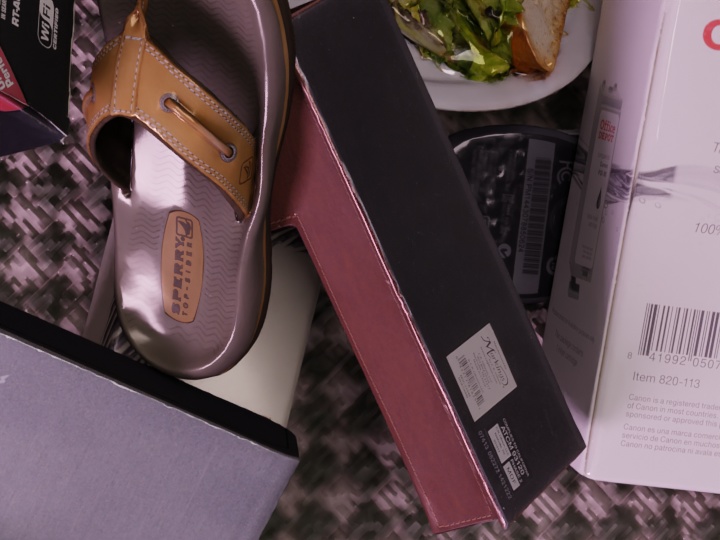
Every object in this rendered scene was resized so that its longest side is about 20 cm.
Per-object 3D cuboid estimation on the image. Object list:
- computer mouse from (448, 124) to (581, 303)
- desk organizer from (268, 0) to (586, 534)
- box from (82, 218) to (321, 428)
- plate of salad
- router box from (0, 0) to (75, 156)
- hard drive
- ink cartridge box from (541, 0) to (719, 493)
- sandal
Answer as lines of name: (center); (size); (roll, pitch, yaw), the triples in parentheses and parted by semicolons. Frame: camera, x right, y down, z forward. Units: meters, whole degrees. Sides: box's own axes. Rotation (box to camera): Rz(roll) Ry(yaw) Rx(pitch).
computer mouse: (0.110, 0.006, 1.247); (0.199, 0.046, 0.141); (-1, 100, -14)
desk organizer: (0.000, 0.000, 1.110); (0.072, 0.077, 0.201); (-37, 106, -53)
box: (-0.059, -0.003, 1.179); (0.082, 0.068, 0.201); (15, 79, -16)
plate of salad: (0.017, -0.150, 1.195); (0.199, 0.048, 0.201); (14, 51, -18)
router box: (-0.193, -0.105, 1.062); (0.062, 0.199, 0.151); (33, 51, -51)
hard drive: (-0.128, 0.123, 1.117); (0.139, 0.033, 0.201); (24, 106, -13)
ink cartridge box: (0.160, -0.015, 1.187); (0.146, 0.083, 0.201); (7, 99, -15)
sandal: (-0.071, -0.047, 1.053); (0.055, 0.081, 0.201); (-34, 136, -51)
